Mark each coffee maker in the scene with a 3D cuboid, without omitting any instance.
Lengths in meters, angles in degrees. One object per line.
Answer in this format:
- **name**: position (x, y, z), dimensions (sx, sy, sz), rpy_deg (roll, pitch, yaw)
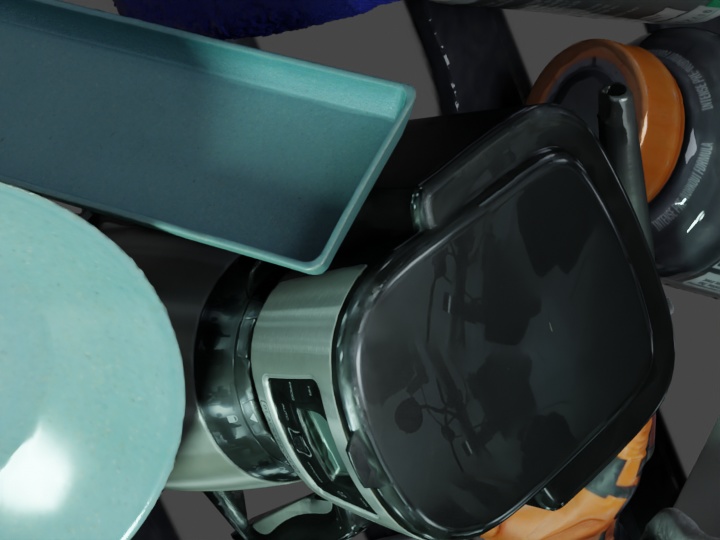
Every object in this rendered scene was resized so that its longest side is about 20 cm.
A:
- **coffee maker**: position (0.000, 0.000, 0.829), dimensions (0.135, 0.199, 0.193), rpy_deg (43, 63, -33)

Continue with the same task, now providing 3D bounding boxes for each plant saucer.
- **plant saucer**: position (-0.155, 0.041, 0.749), dimensions (0.199, 0.039, 0.202), rpy_deg (-10, 130, -13)
- **plant saucer**: position (-0.079, -0.047, 0.772), dimensions (0.070, 0.199, 0.019), rpy_deg (-61, 148, -23)

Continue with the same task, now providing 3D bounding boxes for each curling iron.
- **curling iron**: position (0.098, 0.008, 0.966), dimensions (0.026, 0.049, 0.201), rpy_deg (-53, 153, -37)

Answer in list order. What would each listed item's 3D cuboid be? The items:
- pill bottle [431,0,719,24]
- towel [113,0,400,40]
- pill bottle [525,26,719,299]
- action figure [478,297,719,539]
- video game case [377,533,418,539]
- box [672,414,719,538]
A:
- **pill bottle**: position (0.066, -0.157, 0.945), dimensions (0.199, 0.113, 0.114), rpy_deg (-1, 90, -41)
- **towel**: position (-0.018, -0.157, 0.820), dimensions (0.050, 0.199, 0.148), rpy_deg (-50, 123, -49)
- **pill bottle**: position (0.159, -0.041, 1.032), dimensions (0.199, 0.106, 0.107), rpy_deg (14, 81, -40)
- **action figure**: position (0.108, 0.095, 0.953), dimensions (0.199, 0.105, 0.195), rpy_deg (-15, 114, 2)
- **video game case**: position (-0.021, 0.211, 0.928), dimensions (0.181, 0.022, 0.202), rpy_deg (-8, 95, -41)
- **box**: position (0.219, 0.119, 1.035), dimensions (0.152, 0.106, 0.201), rpy_deg (13, 109, -41)
